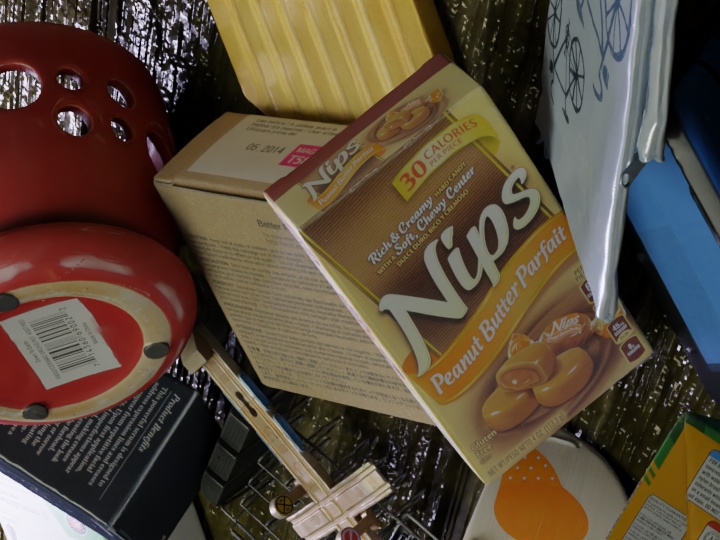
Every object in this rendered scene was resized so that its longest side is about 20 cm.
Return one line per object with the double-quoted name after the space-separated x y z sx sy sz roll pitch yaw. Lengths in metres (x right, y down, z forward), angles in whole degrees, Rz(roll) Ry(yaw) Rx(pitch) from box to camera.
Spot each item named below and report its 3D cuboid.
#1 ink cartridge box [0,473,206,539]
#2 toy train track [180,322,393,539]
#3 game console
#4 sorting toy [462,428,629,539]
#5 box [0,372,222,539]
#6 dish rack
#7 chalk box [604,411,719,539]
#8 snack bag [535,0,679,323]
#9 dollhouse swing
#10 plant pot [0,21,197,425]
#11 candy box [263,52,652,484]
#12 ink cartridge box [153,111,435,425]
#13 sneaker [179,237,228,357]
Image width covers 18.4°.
-0.185 0.214 1.659 0.146 0.084 0.200 11 127 44 "ink cartridge box"
-0.050 0.121 1.386 0.200 0.033 0.115 51 143 1 "toy train track"
0.166 0.001 1.074 0.118 0.171 0.200 -25 100 27 "game console"
0.140 0.212 1.310 0.180 0.107 0.200 21 137 10 "sorting toy"
-0.206 0.092 1.490 0.200 0.107 0.148 31 168 12 "box"
-0.016 0.158 1.454 0.200 0.055 0.153 41 143 13 "dish rack"
0.207 0.157 1.114 0.125 0.200 0.124 33 98 23 "chalk box"
0.111 -0.100 1.021 0.189 0.021 0.200 -100 11 -54 "snack bag"
-0.068 -0.135 1.189 0.200 0.182 0.176 9 114 44 "dollhouse swing"
-0.202 -0.019 1.336 0.200 0.200 0.183 109 154 -49 "plant pot"
0.053 0.002 1.135 0.200 0.115 0.055 54 176 -34 "candy box"
0.000 0.000 1.266 0.200 0.075 0.165 11 136 43 "ink cartridge box"
-0.157 0.011 1.488 0.200 0.074 0.085 31 152 34 "sneaker"
